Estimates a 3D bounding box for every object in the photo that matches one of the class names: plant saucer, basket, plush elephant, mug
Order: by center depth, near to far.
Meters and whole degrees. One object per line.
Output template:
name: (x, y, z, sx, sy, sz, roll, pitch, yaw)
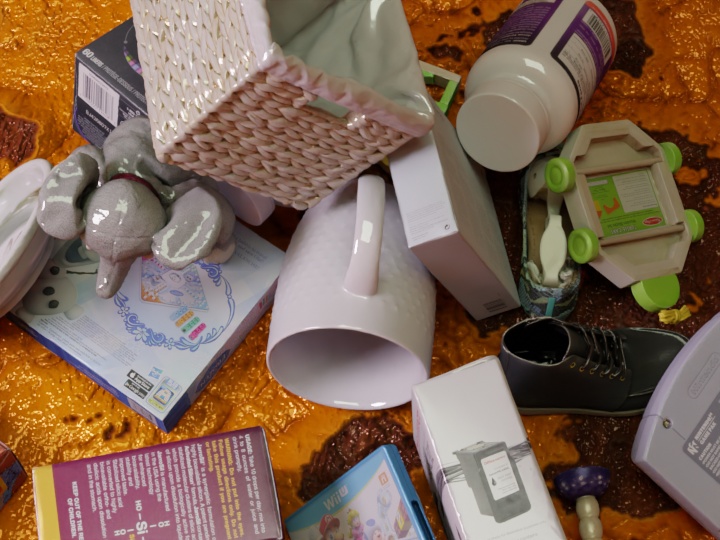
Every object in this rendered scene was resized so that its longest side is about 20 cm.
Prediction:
basket: (-0.072, -0.187, 1.315, 0.160, 0.197, 0.202, -33, 56, 33)
plush elephant: (-0.196, -0.050, 1.366, 0.163, 0.201, 0.156, 21, 49, 3)
mug: (0.000, 0.000, 1.398, 0.146, 0.201, 0.177, 8, 58, -1)
plant saucer: (-0.333, -0.009, 1.439, 0.050, 0.199, 0.201, 40, 65, -26)

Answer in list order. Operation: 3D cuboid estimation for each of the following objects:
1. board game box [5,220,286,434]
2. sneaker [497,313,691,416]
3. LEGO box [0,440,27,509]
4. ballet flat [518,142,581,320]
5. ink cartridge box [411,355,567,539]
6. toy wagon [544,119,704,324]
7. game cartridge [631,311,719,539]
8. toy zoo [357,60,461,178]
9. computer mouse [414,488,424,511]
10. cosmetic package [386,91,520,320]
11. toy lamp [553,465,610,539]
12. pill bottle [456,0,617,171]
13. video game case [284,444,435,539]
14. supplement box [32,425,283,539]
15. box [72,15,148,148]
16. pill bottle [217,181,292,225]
board game box: (-0.198, 0.017, 1.475, 0.199, 0.043, 0.199, 33, 70, 15)
sneaker: (0.217, 0.081, 1.408, 0.198, 0.106, 0.075, -8, 65, -4)
LEGO box: (-0.421, 0.172, 1.384, 0.199, 0.077, 0.149, 33, 69, 15)
ballet flat: (0.185, -0.050, 1.492, 0.073, 0.074, 0.202, 1, 64, 1)
ink cartridge box: (0.110, 0.195, 1.333, 0.083, 0.146, 0.202, -17, 66, -5)
toy wagon: (0.253, -0.042, 1.471, 0.154, 0.039, 0.202, -10, 78, -35)
game cartridge: (0.331, 0.124, 1.403, 0.133, 0.040, 0.200, 43, 70, -9)
toy zoo: (0.005, -0.131, 1.556, 0.130, 0.021, 0.201, 22, 67, 10)
computer mouse: (0.035, 0.261, 1.338, 0.044, 0.110, 0.201, 5, 50, -41)
cosmetic package: (0.081, -0.059, 1.423, 0.051, 0.200, 0.152, -17, 64, 15)
toy lamp: (0.204, 0.271, 1.347, 0.058, 0.058, 0.202, -7, 64, -3)
pill bottle: (0.164, -0.180, 1.492, 0.111, 0.112, 0.200, 25, 43, 11)
video game case: (0.017, 0.268, 1.315, 0.018, 0.143, 0.201, 2, 56, -46)
supplement box: (-0.167, 0.214, 1.335, 0.198, 0.131, 0.104, -11, 66, -4)
box: (-0.166, -0.187, 1.512, 0.122, 0.106, 0.200, 38, 55, 16)
pill bottle: (-0.056, -0.139, 1.487, 0.112, 0.113, 0.200, 38, 71, 16)
